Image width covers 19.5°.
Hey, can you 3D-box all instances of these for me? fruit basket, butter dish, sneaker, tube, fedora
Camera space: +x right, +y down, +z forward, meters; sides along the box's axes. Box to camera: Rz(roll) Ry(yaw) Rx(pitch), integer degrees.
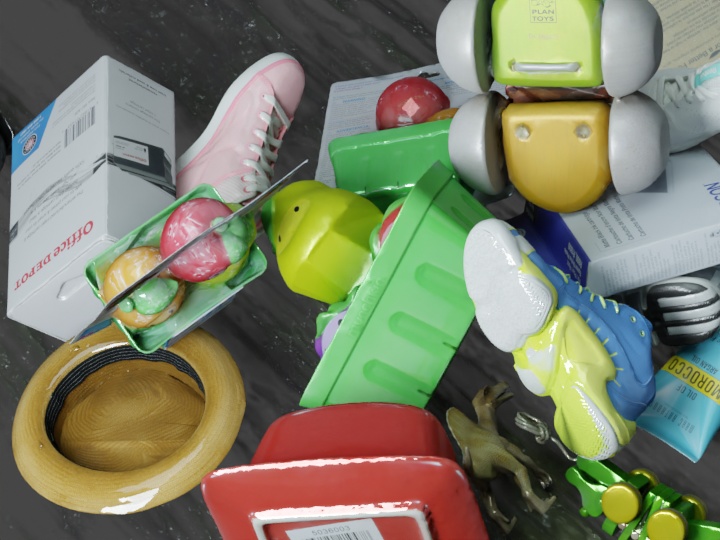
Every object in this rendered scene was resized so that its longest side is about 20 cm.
[{"bbox_3d":[-0.131,-0.005,1.628,0.185,0.200,0.094,-36,95,-23],"label":"fruit basket"},{"bbox_3d":[0.000,0.000,1.665,0.213,0.218,0.156,-3,12,12],"label":"fruit basket"},{"bbox_3d":[0.004,0.164,1.568,0.198,0.200,0.149,-4,46,15],"label":"butter dish"},{"bbox_3d":[0.283,-0.145,1.696,0.198,0.088,0.076,1,69,22],"label":"sneaker"},{"bbox_3d":[0.294,0.059,1.661,0.077,0.051,0.200,29,72,38],"label":"tube"},{"bbox_3d":[0.216,0.017,1.705,0.198,0.076,0.116,-1,27,31],"label":"sneaker"},{"bbox_3d":[0.052,-0.109,1.817,0.183,0.094,0.201,-9,36,15],"label":"fruit basket"},{"bbox_3d":[-0.094,-0.095,1.848,0.104,0.075,0.201,31,75,36],"label":"sneaker"},{"bbox_3d":[0.156,0.039,1.581,0.105,0.201,0.075,-33,8,-38],"label":"sneaker"},{"bbox_3d":[-0.181,0.130,1.705,0.198,0.082,0.202,-9,53,11],"label":"fedora"}]

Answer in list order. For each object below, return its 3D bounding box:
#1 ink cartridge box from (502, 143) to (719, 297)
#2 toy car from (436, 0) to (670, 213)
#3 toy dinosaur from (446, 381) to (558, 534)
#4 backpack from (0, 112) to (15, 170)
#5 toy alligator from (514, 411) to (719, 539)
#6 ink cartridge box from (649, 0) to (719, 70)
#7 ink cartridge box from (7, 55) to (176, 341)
[{"bbox_3d":[0.204,-0.041,1.693,0.198,0.041,0.200,-17,24,-4],"label":"ink cartridge box"},{"bbox_3d":[0.161,-0.156,1.668,0.173,0.202,0.150,2,29,20],"label":"toy car"},{"bbox_3d":[0.097,0.148,1.590,0.058,0.200,0.101,-38,95,16],"label":"toy dinosaur"},{"bbox_3d":[-0.422,-0.172,1.943,0.126,0.167,0.200,-34,48,-5],"label":"backpack"},{"bbox_3d":[0.194,0.177,1.588,0.199,0.059,0.055,28,108,20],"label":"toy alligator"},{"bbox_3d":[0.309,-0.244,1.823,0.199,0.075,0.166,-29,69,-3],"label":"ink cartridge box"},{"bbox_3d":[-0.232,-0.058,1.814,0.144,0.084,0.202,-35,44,35],"label":"ink cartridge box"}]
